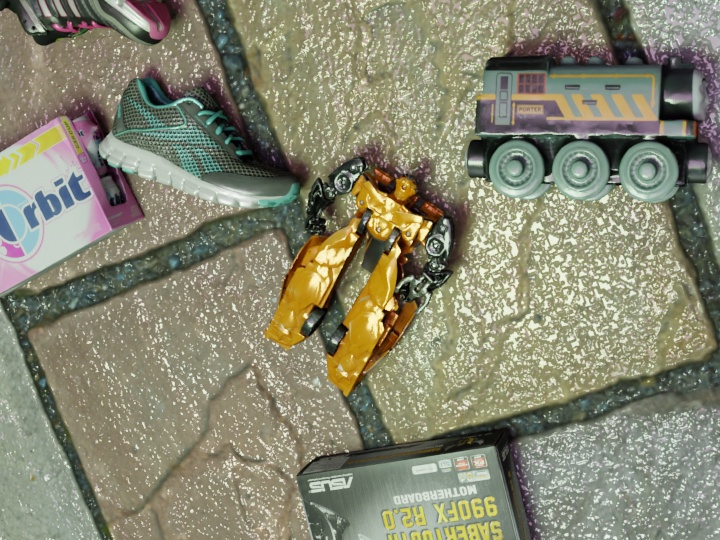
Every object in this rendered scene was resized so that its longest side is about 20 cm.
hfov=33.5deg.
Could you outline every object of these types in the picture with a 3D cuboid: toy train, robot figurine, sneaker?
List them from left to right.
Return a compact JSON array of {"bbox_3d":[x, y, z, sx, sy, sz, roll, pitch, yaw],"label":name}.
[{"bbox_3d":[-0.258,-0.238,1.088,0.198,0.074,0.089,29,110,17],"label":"sneaker"},{"bbox_3d":[-0.142,-0.116,1.073,0.197,0.077,0.093,19,104,13],"label":"sneaker"},{"bbox_3d":[0.000,0.000,1.053,0.144,0.058,0.202,34,111,10],"label":"robot figurine"},{"bbox_3d":[0.180,-0.113,0.955,0.196,0.085,0.116,3,93,19],"label":"toy train"}]

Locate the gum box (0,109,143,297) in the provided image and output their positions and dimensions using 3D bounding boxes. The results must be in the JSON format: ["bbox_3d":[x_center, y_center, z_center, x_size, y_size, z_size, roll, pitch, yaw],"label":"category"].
[{"bbox_3d":[-0.312,-0.059,1.148,0.198,0.066,0.115,-26,94,22],"label":"gum box"}]

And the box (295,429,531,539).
[{"bbox_3d":[0.053,0.240,1.092,0.197,0.048,0.161,-11,97,22],"label":"box"}]
